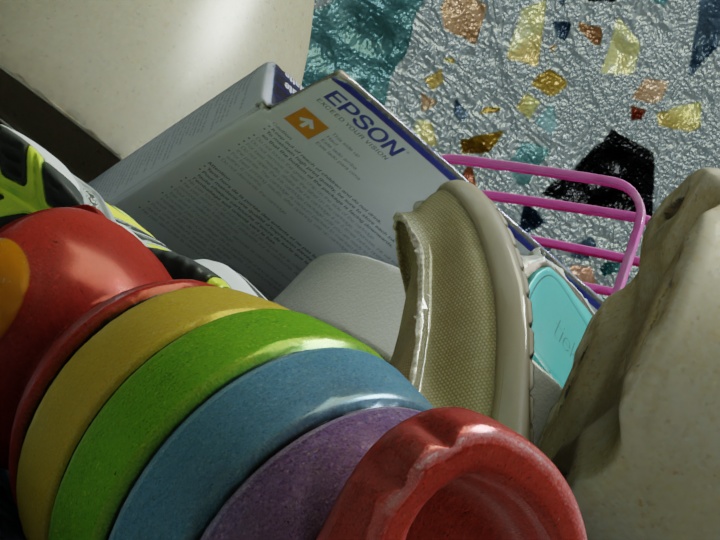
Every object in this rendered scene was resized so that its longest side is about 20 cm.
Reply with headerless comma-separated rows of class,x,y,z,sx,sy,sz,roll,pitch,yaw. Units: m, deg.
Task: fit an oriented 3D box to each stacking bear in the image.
stacking bear,-0.045,0.050,0.547,0.200,0.122,0.114,37,3,39

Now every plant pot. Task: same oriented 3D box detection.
plant pot,0.160,0.066,0.682,0.182,0.202,0.200,26,6,-2

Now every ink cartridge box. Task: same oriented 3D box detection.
ink cartridge box,0.000,0.000,0.890,0.199,0.199,0.041,40,48,-24

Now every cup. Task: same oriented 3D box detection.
cup,-0.102,-0.118,1.004,0.200,0.144,0.200,36,-7,5

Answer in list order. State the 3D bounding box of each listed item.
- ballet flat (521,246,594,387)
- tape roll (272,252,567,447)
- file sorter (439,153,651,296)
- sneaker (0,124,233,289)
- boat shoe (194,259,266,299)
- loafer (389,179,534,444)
ballet flat,0.094,0.070,0.851,0.201,0.072,0.072,53,0,-24
tape roll,0.038,0.078,0.831,0.202,0.037,0.203,38,-21,17
file sorter,0.099,0.043,1.068,0.138,0.126,0.200,10,-22,29
sneaker,-0.072,0.022,0.716,0.200,0.075,0.076,46,7,26
boat shoe,-0.006,0.071,0.741,0.063,0.071,0.200,-12,52,-36
loafer,0.020,0.062,0.646,0.076,0.068,0.202,90,-2,-61
